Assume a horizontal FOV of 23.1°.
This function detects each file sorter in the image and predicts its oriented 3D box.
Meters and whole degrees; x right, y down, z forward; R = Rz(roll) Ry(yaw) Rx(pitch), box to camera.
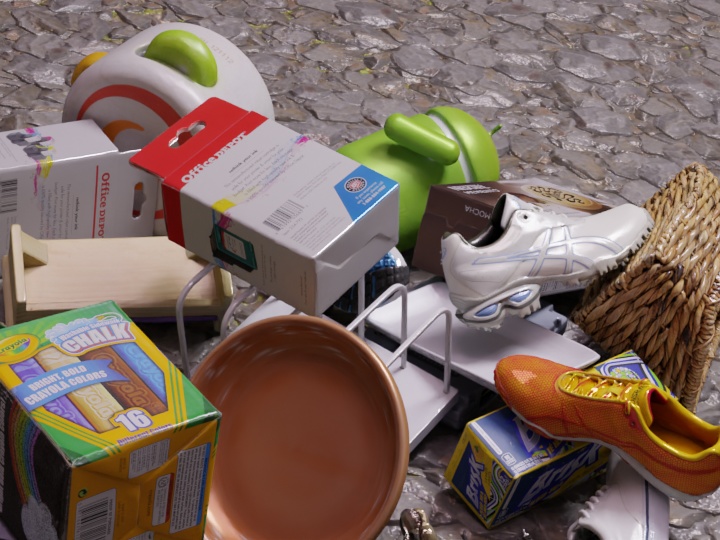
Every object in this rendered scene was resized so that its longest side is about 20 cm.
[{"bbox_3d":[-0.038,0.064,1.447,0.199,0.125,0.139,27,51,27],"label":"file sorter"}]

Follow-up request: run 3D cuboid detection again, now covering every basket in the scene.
[{"bbox_3d":[0.303,0.013,1.575,0.149,0.143,0.200,44,35,-4],"label":"basket"}]

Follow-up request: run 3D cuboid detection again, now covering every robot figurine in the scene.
[{"bbox_3d":[0.048,-0.085,1.707,0.199,0.176,0.116,-25,74,-15],"label":"robot figurine"}]

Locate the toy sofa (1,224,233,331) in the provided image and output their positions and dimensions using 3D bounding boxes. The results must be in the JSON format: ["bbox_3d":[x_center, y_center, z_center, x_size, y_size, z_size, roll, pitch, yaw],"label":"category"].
[{"bbox_3d":[-0.216,0.016,1.560,0.198,0.098,0.083,-2,59,-17],"label":"toy sofa"}]

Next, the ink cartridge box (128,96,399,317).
[{"bbox_3d":[-0.080,-0.056,1.434,0.199,0.068,0.116,28,50,27],"label":"ink cartridge box"}]

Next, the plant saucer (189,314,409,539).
[{"bbox_3d":[-0.051,0.135,1.329,0.199,0.201,0.037,28,2,27],"label":"plant saucer"}]

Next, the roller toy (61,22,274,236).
[{"bbox_3d":[-0.183,-0.138,1.696,0.199,0.184,0.140,-15,19,33],"label":"roller toy"}]

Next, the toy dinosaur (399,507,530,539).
[{"bbox_3d":[0.114,0.239,1.318,0.088,0.048,0.200,-30,48,-25],"label":"toy dinosaur"}]

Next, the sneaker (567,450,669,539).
[{"bbox_3d":[0.199,0.199,1.372,0.070,0.073,0.201,14,33,-6],"label":"sneaker"}]

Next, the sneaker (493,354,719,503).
[{"bbox_3d":[0.198,0.105,1.375,0.199,0.078,0.073,22,44,18],"label":"sneaker"}]

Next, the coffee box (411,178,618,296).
[{"bbox_3d":[0.153,-0.031,1.650,0.112,0.081,0.199,22,16,32],"label":"coffee box"}]

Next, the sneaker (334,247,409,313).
[{"bbox_3d":[0.000,0.000,1.578,0.086,0.076,0.199,4,0,-30],"label":"sneaker"}]

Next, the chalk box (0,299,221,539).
[{"bbox_3d":[-0.208,0.111,1.269,0.123,0.126,0.200,-15,41,-34],"label":"chalk box"}]

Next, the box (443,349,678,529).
[{"bbox_3d":[0.167,0.137,1.454,0.199,0.070,0.064,-20,55,-37],"label":"box"}]

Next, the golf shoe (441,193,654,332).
[{"bbox_3d":[0.160,-0.028,1.505,0.199,0.098,0.078,-26,9,-19],"label":"golf shoe"}]

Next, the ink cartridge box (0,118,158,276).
[{"bbox_3d":[-0.290,-0.068,1.621,0.199,0.116,0.068,-11,38,-30],"label":"ink cartridge box"}]

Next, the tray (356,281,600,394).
[{"bbox_3d":[0.099,0.063,1.512,0.107,0.022,0.199,-19,31,-37],"label":"tray"}]

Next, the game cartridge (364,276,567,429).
[{"bbox_3d":[0.084,0.064,1.589,0.133,0.041,0.200,29,38,23],"label":"game cartridge"}]

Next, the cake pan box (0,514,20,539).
[{"bbox_3d":[-0.237,0.181,1.313,0.199,0.053,0.184,-12,40,-29],"label":"cake pan box"}]
